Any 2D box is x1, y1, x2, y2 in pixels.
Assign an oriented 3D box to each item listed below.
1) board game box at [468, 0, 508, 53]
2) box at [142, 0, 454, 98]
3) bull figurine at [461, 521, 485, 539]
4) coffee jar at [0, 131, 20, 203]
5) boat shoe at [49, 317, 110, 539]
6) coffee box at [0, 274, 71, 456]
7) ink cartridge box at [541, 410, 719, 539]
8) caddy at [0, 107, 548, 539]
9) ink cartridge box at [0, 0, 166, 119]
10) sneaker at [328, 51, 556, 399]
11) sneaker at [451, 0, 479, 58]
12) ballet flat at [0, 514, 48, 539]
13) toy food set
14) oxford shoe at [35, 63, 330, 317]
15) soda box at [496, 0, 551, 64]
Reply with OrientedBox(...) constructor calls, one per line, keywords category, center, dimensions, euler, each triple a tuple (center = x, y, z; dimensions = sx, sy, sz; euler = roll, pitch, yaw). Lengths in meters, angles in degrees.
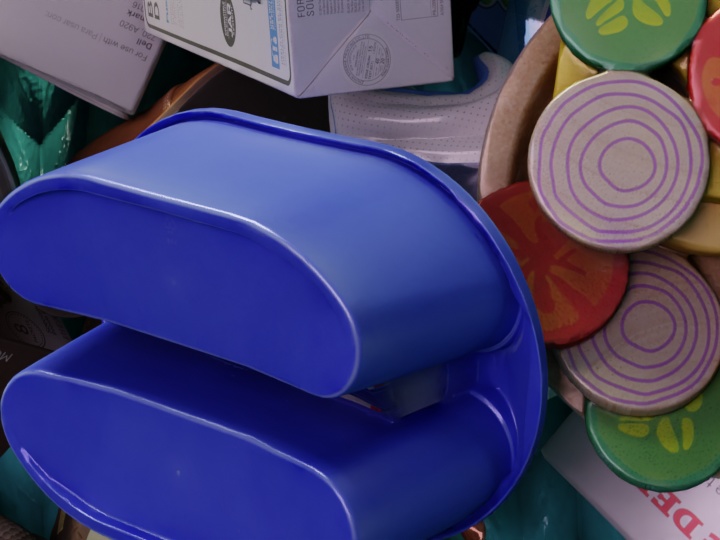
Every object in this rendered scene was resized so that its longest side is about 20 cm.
OrientedBox(category="board game box", center=(0.061, -0.204, 0.823), dimensions=(0.151, 0.037, 0.200), euler=(-48, 65, 14))
OrientedBox(category="box", center=(-0.034, -0.137, 0.701), dimensions=(0.200, 0.060, 0.117), euler=(-145, 49, -64))
OrientedBox(category="bull figurine", center=(-0.018, 0.141, 0.769), dimensions=(0.065, 0.200, 0.121), euler=(43, 146, -5))
OrientedBox(category="coffee jar", center=(-0.220, -0.097, 0.810), dimensions=(0.085, 0.104, 0.200), euler=(-26, 51, -7))
OrientedBox(category="boat shoe", center=(-0.097, 0.086, 0.855), dimensions=(0.072, 0.076, 0.201), euler=(143, 138, -62))
OrientedBox(category="coffee box", center=(-0.231, -0.010, 0.885), dimensions=(0.080, 0.113, 0.200), euler=(-46, 53, 17))
OrientedBox(category="ink cartridge box", center=(0.190, 0.045, 0.695), dimensions=(0.145, 0.084, 0.200), euler=(45, 104, 24))
OrientedBox(category="caddy", center=(-0.032, 0.024, 0.626), dimensions=(0.200, 0.105, 0.142), euler=(16, 116, 34))
OrientedBox(category="ink cartridge box", center=(-0.114, -0.185, 0.849), dimensions=(0.201, 0.084, 0.146), euler=(-65, 22, 5))
OrientedBox(category="sneaker", center=(0.000, 0.000, 0.712), dimensions=(0.200, 0.081, 0.147), euler=(-25, 81, 20))
OrientedBox(category="sneaker", center=(0.028, -0.116, 0.725), dimensions=(0.200, 0.060, 0.105), euler=(-118, 34, -58))
OrientedBox(category="ballet flat", center=(-0.201, 0.134, 0.867), dimensions=(0.200, 0.046, 0.068), euler=(4, 82, 58))
OrientedBox(category="toy food set", center=(0.133, -0.022, 0.625), dimensions=(0.197, 0.049, 0.201), euler=(7, 84, 6))
OrientedBox(category="oxford shoe", center=(-0.078, -0.062, 0.847), dimensions=(0.200, 0.071, 0.071), euler=(-33, 34, -4))
OrientedBox(category="soda box", center=(0.092, -0.099, 0.745), dimensions=(0.064, 0.068, 0.201), euler=(13, 102, 9))
